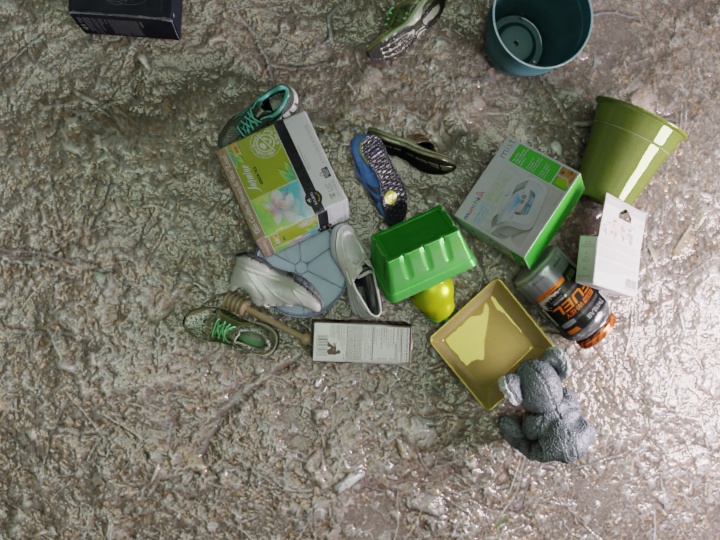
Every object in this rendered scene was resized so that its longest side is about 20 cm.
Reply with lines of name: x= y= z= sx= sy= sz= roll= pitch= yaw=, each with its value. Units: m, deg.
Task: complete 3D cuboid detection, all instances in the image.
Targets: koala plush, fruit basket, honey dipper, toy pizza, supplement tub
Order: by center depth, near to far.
koala plush: x=0.365 y=0.260 z=1.498 sx=0.175 sy=0.184 sz=0.202 roll=-24 pitch=107 yaw=-7
honey dipper: x=-0.183 y=0.097 z=1.507 sx=0.198 sy=0.038 sz=0.038 roll=24 pitch=87 yaw=14
fruit basket: x=0.131 y=0.000 z=1.540 sx=0.212 sy=0.156 sz=0.218 roll=-14 pitch=133 yaw=-15
toy pizza: x=-0.121 y=-0.005 z=1.548 sx=0.197 sy=0.032 sz=0.204 roll=0 pitch=88 yaw=-6
supplement tub: x=0.424 y=0.057 z=1.557 sx=0.200 sy=0.123 sz=0.123 roll=44 pitch=86 yaw=-4

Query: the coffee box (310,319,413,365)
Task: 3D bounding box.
coffee box: x=0.000 y=0.142 z=1.518 sx=0.197 sy=0.113 sz=0.081 roll=2 pitch=89 yaw=-7

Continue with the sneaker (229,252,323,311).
sneaker: x=-0.167 y=0.038 z=1.500 sx=0.198 sy=0.075 sz=0.088 roll=25 pitch=98 yaw=2

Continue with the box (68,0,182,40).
box: x=-0.451 y=-0.572 z=1.475 sx=0.193 sy=0.124 sz=0.204 roll=3 pitch=89 yaw=-4

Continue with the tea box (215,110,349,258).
tea box: x=-0.149 y=-0.165 z=1.479 sx=0.195 sy=0.134 sz=0.202 roll=-26 pitch=79 yaw=-5

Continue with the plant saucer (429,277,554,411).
plant saucer: x=0.271 y=0.152 z=1.578 sx=0.199 sy=0.048 sz=0.201 roll=-41 pitch=93 yaw=-4

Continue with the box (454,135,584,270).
box: x=0.321 y=-0.136 z=1.525 sx=0.176 sy=0.097 sz=0.201 roll=35 pitch=89 yaw=26

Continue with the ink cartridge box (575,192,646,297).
ink cartridge box: x=0.506 y=-0.047 z=1.521 sx=0.198 sy=0.044 sz=0.179 roll=14 pitch=83 yaw=-46

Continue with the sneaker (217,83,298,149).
sneaker: x=-0.210 y=-0.308 z=1.512 sx=0.200 sy=0.091 sz=0.078 roll=-44 pitch=93 yaw=-5

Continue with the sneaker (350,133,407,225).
sneaker: x=0.035 y=-0.188 z=1.558 sx=0.066 sy=0.078 sz=0.202 roll=-33 pitch=111 yaw=-23

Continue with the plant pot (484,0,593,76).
plant pot: x=0.337 y=-0.482 z=1.522 sx=0.197 sy=0.188 sz=0.204 roll=0 pitch=90 yaw=-5

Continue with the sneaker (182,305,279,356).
sneaker: x=-0.257 y=0.119 z=1.504 sx=0.197 sy=0.089 sz=0.078 roll=14 pitch=88 yaw=-5

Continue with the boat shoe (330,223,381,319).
boat shoe: x=0.000 y=0.000 z=1.519 sx=0.073 sy=0.065 sz=0.203 roll=-26 pitch=100 yaw=-29

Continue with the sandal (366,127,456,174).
sandal: x=0.110 y=-0.257 z=1.555 sx=0.199 sy=0.080 sz=0.058 roll=24 pitch=73 yaw=-5

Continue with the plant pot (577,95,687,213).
plant pot: x=0.533 y=-0.226 z=1.553 sx=0.198 sy=0.200 sz=0.192 roll=24 pitch=98 yaw=-5

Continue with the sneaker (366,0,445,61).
sneaker: x=0.081 y=-0.514 z=1.561 sx=0.199 sy=0.077 sz=0.089 roll=-41 pitch=66 yaw=-5
